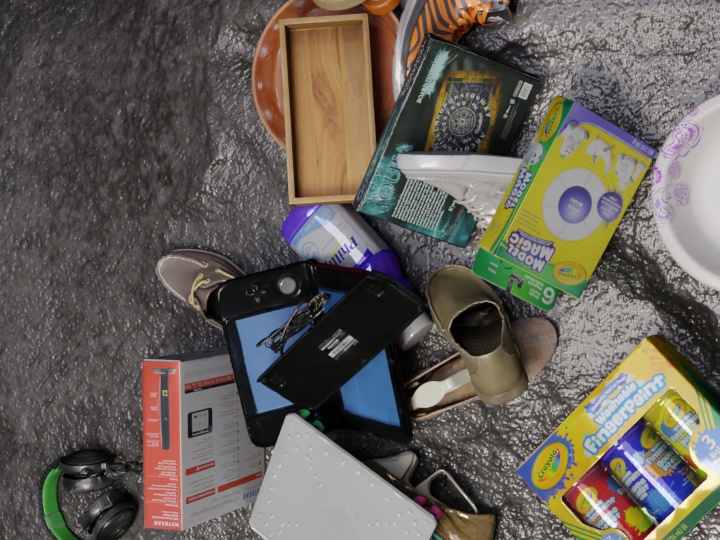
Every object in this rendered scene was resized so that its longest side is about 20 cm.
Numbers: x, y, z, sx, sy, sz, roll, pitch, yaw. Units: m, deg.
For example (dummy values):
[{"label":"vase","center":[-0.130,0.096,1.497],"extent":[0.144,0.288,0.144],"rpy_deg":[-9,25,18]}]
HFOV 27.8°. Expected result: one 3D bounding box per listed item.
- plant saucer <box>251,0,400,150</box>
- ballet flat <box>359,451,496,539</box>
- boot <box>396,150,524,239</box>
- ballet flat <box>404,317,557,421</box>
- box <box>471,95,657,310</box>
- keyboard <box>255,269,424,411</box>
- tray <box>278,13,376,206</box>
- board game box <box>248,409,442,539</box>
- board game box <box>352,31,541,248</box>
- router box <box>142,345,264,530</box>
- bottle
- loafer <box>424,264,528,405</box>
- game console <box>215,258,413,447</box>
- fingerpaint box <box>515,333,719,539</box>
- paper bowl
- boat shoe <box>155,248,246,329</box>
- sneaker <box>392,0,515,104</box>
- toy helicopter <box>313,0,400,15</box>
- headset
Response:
[{"label":"plant saucer","center":[-0.029,-0.220,1.636],"extent":[0.199,0.032,0.202],"rpy_deg":[0,90,24]},{"label":"ballet flat","center":[0.064,0.245,1.594],"extent":[0.199,0.068,0.073],"rpy_deg":[28,82,21]},{"label":"boot","center":[0.131,-0.072,1.506],"extent":[0.198,0.074,0.097],"rpy_deg":[4,97,-13]},{"label":"ballet flat","center":[0.120,0.113,1.558],"extent":[0.199,0.067,0.068],"rpy_deg":[-32,79,21]},{"label":"box","center":[0.204,-0.062,1.480],"extent":[0.117,0.048,0.201],"rpy_deg":[25,97,-24]},{"label":"keyboard","center":[-0.030,0.062,1.525],"extent":[0.104,0.040,0.200],"rpy_deg":[35,120,-22]},{"label":"tray","center":[-0.033,-0.174,1.583],"extent":[0.098,0.037,0.202],"rpy_deg":[-4,86,3]},{"label":"board game box","center":[-0.020,0.272,1.596],"extent":[0.199,0.026,0.201],"rpy_deg":[35,132,16]},{"label":"board game box","center":[0.090,-0.135,1.536],"extent":[0.134,0.028,0.201],"rpy_deg":[18,107,-19]},{"label":"router box","center":[-0.171,0.180,1.616],"extent":[0.048,0.200,0.181],"rpy_deg":[0,91,23]},{"label":"bottle","center":[0.000,0.000,1.609],"extent":[0.200,0.065,0.084],"rpy_deg":[49,114,15]},{"label":"loafer","center":[0.120,0.052,1.512],"extent":[0.076,0.068,0.200],"rpy_deg":[-23,42,-6]},{"label":"game console","center":[-0.052,0.101,1.570],"extent":[0.171,0.119,0.202],"rpy_deg":[-14,107,-7]},{"label":"fingerpaint box","center":[0.287,0.194,1.482],"extent":[0.167,0.073,0.200],"rpy_deg":[48,108,16]},{"label":"paper bowl","center":[0.390,-0.075,1.414],"extent":[0.199,0.104,0.203],"rpy_deg":[1,92,24]},{"label":"boat shoe","center":[-0.161,0.030,1.685],"extent":[0.199,0.059,0.072],"rpy_deg":[29,103,21]},{"label":"sneaker","center":[0.102,-0.259,1.537],"extent":[0.111,0.078,0.202],"rpy_deg":[14,90,11]},{"label":"toy helicopter","center":[-0.016,-0.377,1.596],"extent":[0.131,0.079,0.202],"rpy_deg":[2,70,25]},{"label":"headset","center":[-0.324,0.271,1.745],"extent":[0.199,0.094,0.124],"rpy_deg":[-33,78,32]}]
